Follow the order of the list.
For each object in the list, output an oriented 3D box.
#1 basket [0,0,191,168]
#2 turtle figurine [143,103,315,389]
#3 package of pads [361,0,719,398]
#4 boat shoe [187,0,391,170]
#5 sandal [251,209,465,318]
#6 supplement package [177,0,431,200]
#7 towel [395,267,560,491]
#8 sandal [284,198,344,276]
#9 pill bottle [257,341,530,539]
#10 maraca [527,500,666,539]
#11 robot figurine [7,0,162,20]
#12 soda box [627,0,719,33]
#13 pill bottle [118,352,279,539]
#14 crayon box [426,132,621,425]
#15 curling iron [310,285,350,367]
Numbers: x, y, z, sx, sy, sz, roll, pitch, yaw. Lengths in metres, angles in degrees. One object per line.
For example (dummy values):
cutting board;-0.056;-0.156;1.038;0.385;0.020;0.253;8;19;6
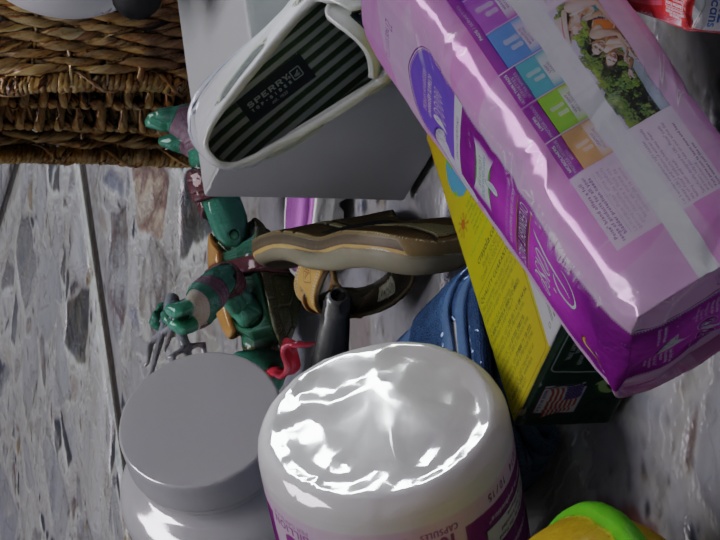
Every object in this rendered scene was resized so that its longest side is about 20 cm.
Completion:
basket;-0.152;-0.117;1.575;0.143;0.199;0.150;-137;53;-63
turtle figurine;-0.085;0.006;1.529;0.150;0.100;0.201;135;127;-72
package of pads;0.075;-0.056;0.962;0.200;0.075;0.121;57;173;17
boat shoe;0.003;-0.113;1.196;0.200;0.074;0.067;-45;15;8
sandal;0.000;0.000;1.334;0.200;0.080;0.054;-174;76;-66
supplement package;-0.027;-0.151;1.340;0.117;0.116;0.201;123;143;-56
towel;0.037;0.077;1.258;0.200;0.048;0.112;126;140;-60
sandal;-0.038;-0.097;1.470;0.082;0.050;0.204;160;110;-69
pill bottle;0.024;0.140;1.147;0.112;0.112;0.201;-116;11;-51
maraca;0.088;0.185;1.018;0.137;0.107;0.201;-115;31;-50
robot figurine;-0.137;-0.219;1.304;0.200;0.124;0.151;116;172;-48
soda box;0.118;-0.136;0.988;0.200;0.070;0.064;-140;54;-67
pill bottle;-0.063;0.137;1.348;0.200;0.112;0.113;74;179;-49
crayon box;0.083;-0.049;1.121;0.127;0.051;0.201;112;151;-48
curling iron;-0.018;0.066;1.363;0.200;0.025;0.050;90;-165;-58
